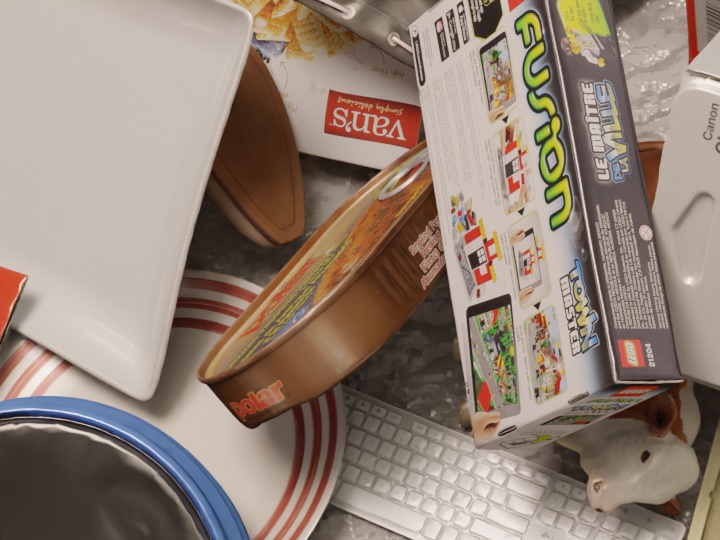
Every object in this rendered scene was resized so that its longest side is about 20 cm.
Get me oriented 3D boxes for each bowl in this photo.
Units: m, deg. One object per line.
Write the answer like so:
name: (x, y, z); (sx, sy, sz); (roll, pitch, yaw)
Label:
bowl: (-0.144, 0.155, 0.919); (0.200, 0.039, 0.201); (-1, 81, 5)

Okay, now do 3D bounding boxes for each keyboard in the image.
keyboard: (0.050, 0.107, 0.965); (0.200, 0.011, 0.056); (21, 66, 23)

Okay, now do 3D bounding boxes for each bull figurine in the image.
bull figurine: (0.110, 0.026, 0.968); (0.121, 0.065, 0.200); (5, 59, 19)

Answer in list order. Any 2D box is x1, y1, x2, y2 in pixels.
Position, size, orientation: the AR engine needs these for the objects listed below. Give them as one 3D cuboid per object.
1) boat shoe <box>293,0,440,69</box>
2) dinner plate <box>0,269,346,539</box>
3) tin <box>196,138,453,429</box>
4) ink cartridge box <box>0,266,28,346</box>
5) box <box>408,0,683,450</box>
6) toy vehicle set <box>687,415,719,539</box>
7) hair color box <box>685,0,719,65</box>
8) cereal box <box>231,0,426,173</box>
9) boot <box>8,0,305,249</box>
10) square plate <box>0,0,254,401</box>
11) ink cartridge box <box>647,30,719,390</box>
boat shoe: (0.033, -0.115, 0.995); (0.057, 0.200, 0.067); (-49, 10, 22)
dinner plate: (-0.102, 0.089, 0.997); (0.200, 0.024, 0.200); (-7, 58, 12)
tin: (0.000, 0.000, 0.959); (0.112, 0.042, 0.200); (-23, 19, 45)
ink cartridge box: (-0.250, 0.074, 1.001); (0.109, 0.050, 0.200); (17, 79, 21)
box: (0.074, -0.033, 0.880); (0.035, 0.110, 0.200); (1, 72, -29)
toy vehicle set: (0.221, 0.089, 0.929); (0.124, 0.027, 0.200); (11, 62, 18)
hair color box: (0.240, -0.191, 1.045); (0.064, 0.111, 0.200); (30, 69, 26)
cereal box: (-0.017, -0.159, 1.057); (0.144, 0.040, 0.200); (13, 102, 20)
boot: (-0.122, -0.083, 1.064); (0.146, 0.070, 0.200); (-25, 86, 38)
square plate: (-0.147, -0.064, 1.019); (0.200, 0.028, 0.198); (26, 108, 29)
ink cartridge box: (0.199, -0.052, 0.904); (0.086, 0.148, 0.200); (19, 37, 20)
